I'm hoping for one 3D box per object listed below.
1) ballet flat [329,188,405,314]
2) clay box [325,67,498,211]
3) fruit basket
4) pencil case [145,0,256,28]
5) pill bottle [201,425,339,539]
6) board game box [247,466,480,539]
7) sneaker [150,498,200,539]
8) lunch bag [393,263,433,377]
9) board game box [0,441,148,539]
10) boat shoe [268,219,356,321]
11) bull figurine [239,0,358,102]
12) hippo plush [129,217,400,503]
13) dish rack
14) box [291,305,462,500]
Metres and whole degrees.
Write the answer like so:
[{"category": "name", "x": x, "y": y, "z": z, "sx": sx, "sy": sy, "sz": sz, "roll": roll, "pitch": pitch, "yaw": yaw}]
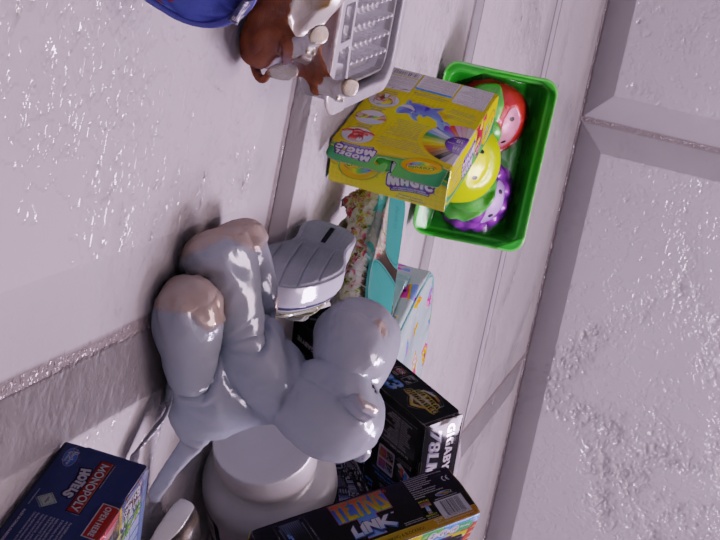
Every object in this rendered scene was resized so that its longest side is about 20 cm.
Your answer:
[{"category": "ballet flat", "x": 0.000, "y": 0.000, "z": 1.419, "sx": 0.201, "sy": 0.063, "sz": 0.076, "roll": -78, "pitch": 149, "yaw": -45}, {"category": "clay box", "x": 0.047, "y": -0.119, "z": 1.449, "sx": 0.200, "sy": 0.113, "sz": 0.048, "roll": -56, "pitch": 158, "yaw": -54}, {"category": "fruit basket", "x": 0.131, "y": -0.128, "z": 1.772, "sx": 0.216, "sy": 0.153, "sz": 0.219, "roll": -169, "pitch": -90, "yaw": -86}, {"category": "pencil case", "x": -0.065, "y": -0.224, "z": 0.928, "sx": 0.078, "sy": 0.086, "sz": 0.201, "roll": 50, "pitch": 41, "yaw": -23}, {"category": "pill bottle", "x": -0.072, "y": 0.191, "z": 1.286, "sx": 0.201, "sy": 0.110, "sz": 0.112, "roll": 88, "pitch": 21, "yaw": -51}, {"category": "board game box", "x": -0.016, "y": 0.253, "z": 1.261, "sx": 0.198, "sy": 0.057, "sz": 0.166, "roll": -12, "pitch": 140, "yaw": -37}, {"category": "sneaker", "x": -0.125, "y": 0.262, "z": 1.198, "sx": 0.077, "sy": 0.081, "sz": 0.202, "roll": -55, "pitch": 157, "yaw": -53}, {"category": "lunch bag", "x": 0.014, "y": 0.091, "z": 1.620, "sx": 0.162, "sy": 0.076, "sz": 0.201, "roll": 88, "pitch": 20, "yaw": -47}, {"category": "board game box", "x": -0.194, "y": 0.246, "z": 0.938, "sx": 0.201, "sy": 0.061, "sz": 0.202, "roll": -59, "pitch": 158, "yaw": -52}, {"category": "boat shoe", "x": -0.045, "y": 0.010, "z": 1.298, "sx": 0.200, "sy": 0.071, "sz": 0.063, "roll": -42, "pitch": 149, "yaw": -71}, {"category": "bull figurine", "x": -0.027, "y": -0.215, "z": 1.059, "sx": 0.064, "sy": 0.121, "sz": 0.202, "roll": 3, "pitch": 114, "yaw": -34}, {"category": "hippo plush", "x": -0.057, "y": 0.066, "z": 1.104, "sx": 0.160, "sy": 0.159, "sz": 0.202, "roll": 79, "pitch": 28, "yaw": -62}, {"category": "dish rack", "x": -0.003, "y": -0.218, "z": 1.217, "sx": 0.200, "sy": 0.043, "sz": 0.174, "roll": -38, "pitch": 140, "yaw": -69}, {"category": "box", "x": 0.002, "y": 0.166, "z": 1.411, "sx": 0.049, "sy": 0.199, "sz": 0.201, "roll": -16, "pitch": 125, "yaw": -34}]
